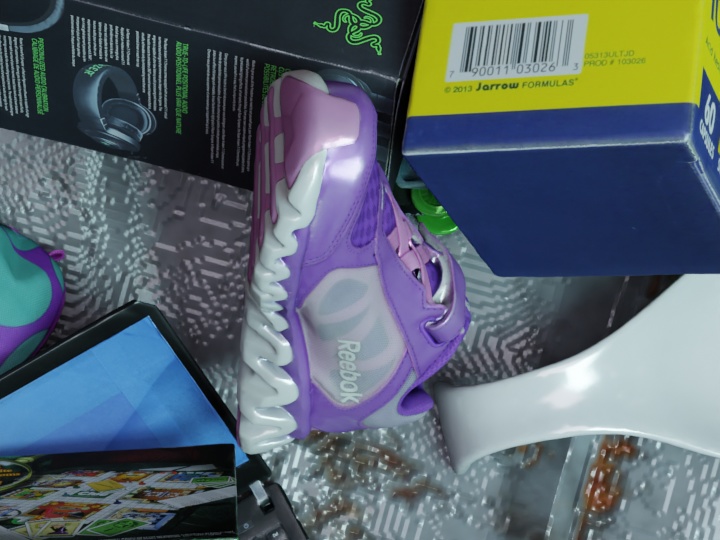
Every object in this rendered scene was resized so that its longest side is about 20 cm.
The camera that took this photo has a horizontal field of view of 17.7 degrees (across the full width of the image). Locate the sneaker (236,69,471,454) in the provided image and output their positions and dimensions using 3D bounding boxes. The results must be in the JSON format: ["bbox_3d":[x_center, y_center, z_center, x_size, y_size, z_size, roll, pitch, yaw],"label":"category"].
[{"bbox_3d":[0.000,0.000,0.863,0.088,0.200,0.081,5,56,-1],"label":"sneaker"}]

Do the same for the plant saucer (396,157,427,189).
[{"bbox_3d":[0.112,-0.066,0.914,0.199,0.019,0.070,-3,63,21],"label":"plant saucer"}]

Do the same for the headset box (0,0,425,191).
[{"bbox_3d":[-0.049,-0.130,0.916,0.199,0.093,0.175,15,56,5],"label":"headset box"}]

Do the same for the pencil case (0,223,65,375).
[{"bbox_3d":[-0.207,-0.037,0.920,0.200,0.085,0.093,50,46,-28],"label":"pencil case"}]

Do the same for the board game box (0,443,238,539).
[{"bbox_3d":[-0.145,0.095,0.862,0.199,0.105,0.024,-3,108,-2],"label":"board game box"}]

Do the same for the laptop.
[{"bbox_3d":[-0.105,0.146,0.933,0.177,0.103,0.201,-29,76,3],"label":"laptop"}]

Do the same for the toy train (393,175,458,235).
[{"bbox_3d":[0.083,-0.046,0.965,0.199,0.042,0.057,-1,76,4],"label":"toy train"}]

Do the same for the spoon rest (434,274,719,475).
[{"bbox_3d":[0.129,0.043,0.944,0.199,0.061,0.100,-15,86,4],"label":"spoon rest"}]

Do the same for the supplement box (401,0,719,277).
[{"bbox_3d":[0.095,-0.110,0.866,0.109,0.109,0.201,-1,66,23],"label":"supplement box"}]
